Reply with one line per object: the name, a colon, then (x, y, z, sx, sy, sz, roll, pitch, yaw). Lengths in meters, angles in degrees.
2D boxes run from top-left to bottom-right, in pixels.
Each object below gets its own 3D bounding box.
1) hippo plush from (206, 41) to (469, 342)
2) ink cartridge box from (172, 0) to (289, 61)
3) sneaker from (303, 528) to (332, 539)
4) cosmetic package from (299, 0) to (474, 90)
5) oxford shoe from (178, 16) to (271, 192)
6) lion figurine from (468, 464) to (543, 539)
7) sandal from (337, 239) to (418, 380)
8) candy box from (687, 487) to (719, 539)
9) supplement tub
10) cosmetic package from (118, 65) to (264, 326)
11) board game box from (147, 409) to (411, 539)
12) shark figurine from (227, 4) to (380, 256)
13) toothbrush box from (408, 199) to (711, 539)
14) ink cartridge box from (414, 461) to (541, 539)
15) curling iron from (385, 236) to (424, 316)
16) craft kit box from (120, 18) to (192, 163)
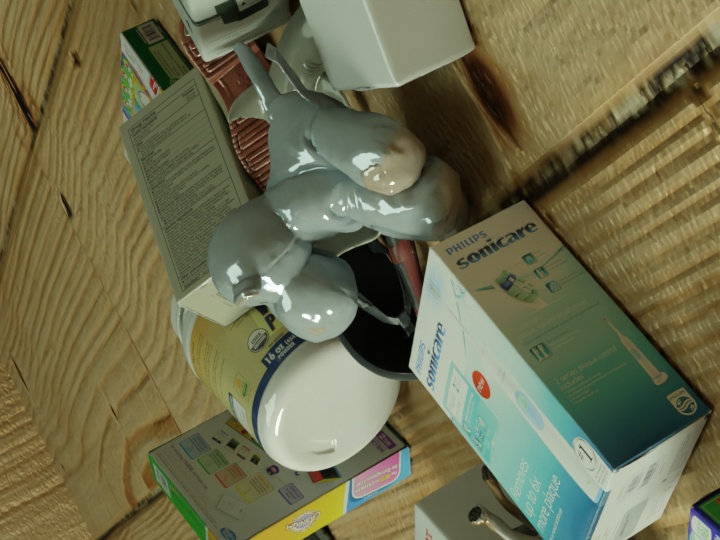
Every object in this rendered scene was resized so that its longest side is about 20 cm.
hippo plush: (-0.032, -0.035, 1.083, 0.199, 0.161, 0.159, 36, 176, -23)
ink cartridge box: (-0.119, -0.258, 1.150, 0.148, 0.083, 0.200, 63, 175, 5)
sneaker: (-0.052, 0.365, 1.739, 0.201, 0.081, 0.073, 64, 159, 1)
cosmetic package: (-0.005, -0.226, 1.021, 0.101, 0.074, 0.201, 12, 127, 62)
oxford shoe: (-0.084, -0.140, 1.318, 0.201, 0.070, 0.074, 64, -177, -1)
lion figurine: (0.166, 0.220, 1.131, 0.122, 0.073, 0.200, 30, -164, -33)
sandal: (-0.001, 0.000, 1.245, 0.201, 0.076, 0.043, 60, 157, 9)
candy box: (0.278, 0.236, 0.891, 0.200, 0.077, 0.170, 41, 148, 41)
supplement tub: (-0.072, 0.071, 1.388, 0.200, 0.144, 0.145, 40, 148, 43)
cosmetic package: (-0.130, -0.066, 1.343, 0.073, 0.103, 0.201, 30, -148, -51)
board game box: (-0.076, 0.180, 1.440, 0.153, 0.199, 0.041, 43, 151, 41)
shark figurine: (-0.057, -0.107, 1.212, 0.128, 0.089, 0.217, 25, 125, 61)
toothbrush box: (0.126, 0.078, 1.043, 0.200, 0.085, 0.147, 53, 155, 27)
ink cartridge box: (0.131, 0.276, 1.243, 0.200, 0.083, 0.146, 46, 152, 36)
curling iron: (0.040, -0.024, 1.204, 0.049, 0.025, 0.202, -20, 91, 46)
craft kit box: (-0.175, -0.115, 1.548, 0.200, 0.048, 0.198, 53, 158, 25)
